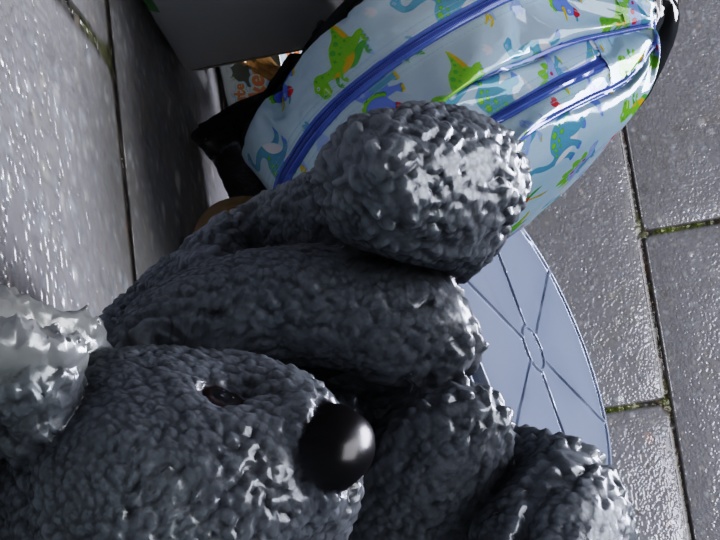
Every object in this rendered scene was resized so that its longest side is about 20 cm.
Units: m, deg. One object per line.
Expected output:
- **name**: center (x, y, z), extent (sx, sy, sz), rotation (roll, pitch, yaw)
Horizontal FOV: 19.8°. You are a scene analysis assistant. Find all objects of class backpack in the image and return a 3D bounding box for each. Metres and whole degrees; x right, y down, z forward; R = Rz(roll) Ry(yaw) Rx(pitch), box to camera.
- **backpack**: center (0.041, -0.072, 0.924), extent (0.199, 0.163, 0.155), rotation (-3, 61, -45)

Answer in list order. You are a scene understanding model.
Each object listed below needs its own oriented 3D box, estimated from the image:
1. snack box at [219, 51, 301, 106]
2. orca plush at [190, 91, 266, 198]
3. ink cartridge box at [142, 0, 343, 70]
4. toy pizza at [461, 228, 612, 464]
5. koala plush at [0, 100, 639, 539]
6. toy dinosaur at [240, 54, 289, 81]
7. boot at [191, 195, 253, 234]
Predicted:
- **snack box**: center (-0.053, -0.130, 1.124), extent (0.116, 0.037, 0.202), rotation (-69, 149, -73)
- **orca plush**: center (0.000, 0.000, 1.000), extent (0.201, 0.071, 0.105), rotation (64, 13, 6)
- **ink cartridge box**: center (-0.068, -0.216, 0.936), extent (0.146, 0.083, 0.202), rotation (58, 23, -69)
- **toy pizza**: center (0.083, 0.048, 1.139), extent (0.200, 0.031, 0.201), rotation (50, 27, -37)
- **koala plush**: center (-0.043, 0.064, 0.616), extent (0.200, 0.182, 0.179), rotation (-28, 100, -60)
- **toy dinosaur**: center (-0.011, -0.100, 1.042), extent (0.061, 0.106, 0.201), rotation (-51, 162, -27)
- **boot**: center (-0.036, 0.083, 0.935), extent (0.144, 0.070, 0.203), rotation (97, -22, -60)
